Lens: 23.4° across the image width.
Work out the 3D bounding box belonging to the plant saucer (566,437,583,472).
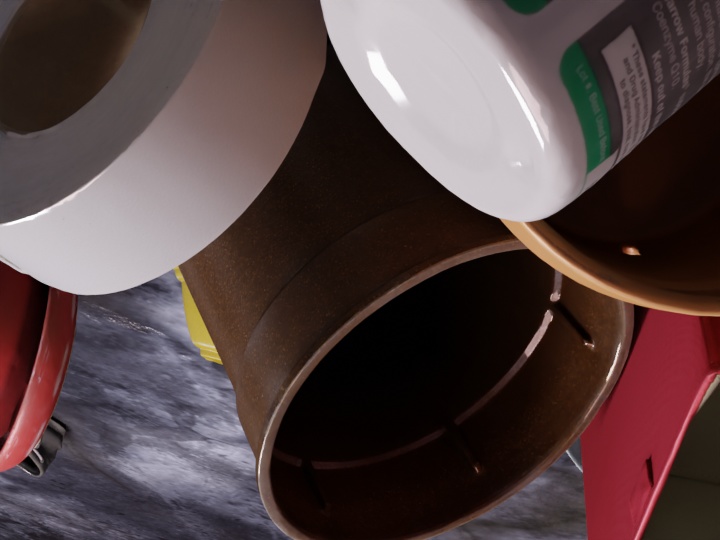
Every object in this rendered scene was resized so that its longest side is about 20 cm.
[{"bbox_3d":[0.205,0.050,1.012,0.201,0.201,0.039,22,-158,-11],"label":"plant saucer"}]

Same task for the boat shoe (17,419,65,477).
[{"bbox_3d":[-0.383,0.152,1.781,0.067,0.057,0.200,-3,151,41],"label":"boat shoe"}]

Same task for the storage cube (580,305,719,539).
[{"bbox_3d":[0.210,0.080,0.840,0.171,0.180,0.200,12,124,-4],"label":"storage cube"}]

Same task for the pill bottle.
[{"bbox_3d":[0.093,-0.117,0.567,0.113,0.200,0.113,44,162,19],"label":"pill bottle"}]

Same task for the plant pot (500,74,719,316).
[{"bbox_3d":[0.121,-0.079,0.702,0.200,0.200,0.140,20,174,-7],"label":"plant pot"}]

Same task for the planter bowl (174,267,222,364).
[{"bbox_3d":[-0.051,0.032,1.148,0.200,0.084,0.200,17,174,2],"label":"planter bowl"}]

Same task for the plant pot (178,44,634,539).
[{"bbox_3d":[0.000,0.000,0.871,0.198,0.200,0.200,56,-175,38],"label":"plant pot"}]

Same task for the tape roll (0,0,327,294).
[{"bbox_3d":[-0.114,-0.091,0.808,0.202,0.203,0.071,-2,152,40],"label":"tape roll"}]

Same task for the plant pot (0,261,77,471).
[{"bbox_3d":[-0.318,0.045,1.306,0.182,0.201,0.200,15,160,-21],"label":"plant pot"}]
